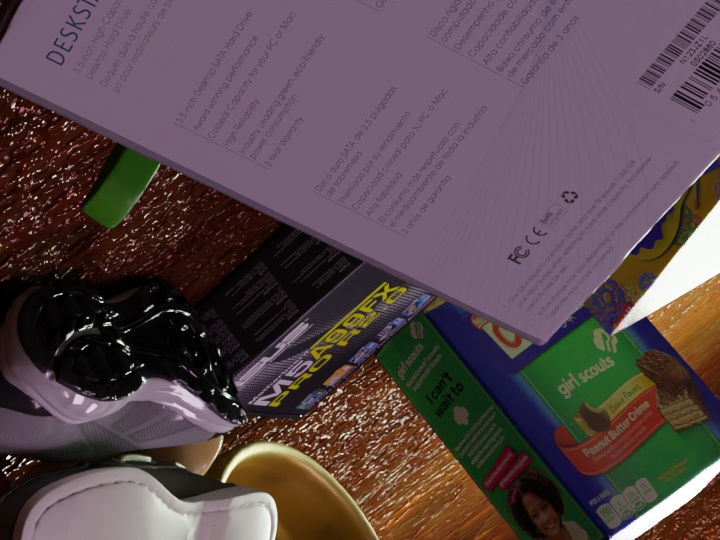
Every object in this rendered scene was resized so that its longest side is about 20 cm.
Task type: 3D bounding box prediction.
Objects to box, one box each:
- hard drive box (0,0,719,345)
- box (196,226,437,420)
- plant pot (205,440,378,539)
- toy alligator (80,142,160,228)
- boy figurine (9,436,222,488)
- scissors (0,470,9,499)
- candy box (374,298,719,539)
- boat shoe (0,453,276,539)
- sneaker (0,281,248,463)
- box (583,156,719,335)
[{"bbox_3d":[0.012,-0.087,0.584,0.156,0.199,0.077,-51,-159,39],"label":"hard drive box"},{"bbox_3d":[0.000,0.000,1.081,0.200,0.044,0.160,-42,165,9],"label":"box"},{"bbox_3d":[-0.098,0.236,1.269,0.188,0.202,0.200,-29,170,25],"label":"plant pot"},{"bbox_3d":[-0.039,-0.103,0.706,0.201,0.059,0.054,-56,-161,0],"label":"toy alligator"},{"bbox_3d":[-0.160,0.121,1.018,0.199,0.065,0.124,-36,164,-14],"label":"boy figurine"},{"bbox_3d":[-0.209,0.061,0.816,0.073,0.014,0.200,-2,153,16],"label":"scissors"},{"bbox_3d":[0.134,0.084,1.328,0.169,0.200,0.077,-26,158,-43],"label":"candy box"},{"bbox_3d":[-0.113,0.122,0.938,0.201,0.060,0.073,14,90,-61],"label":"boat shoe"},{"bbox_3d":[-0.120,0.052,0.925,0.079,0.074,0.200,-34,160,19],"label":"sneaker"},{"bbox_3d":[0.210,-0.095,1.157,0.192,0.122,0.200,-26,160,-35],"label":"box"}]
